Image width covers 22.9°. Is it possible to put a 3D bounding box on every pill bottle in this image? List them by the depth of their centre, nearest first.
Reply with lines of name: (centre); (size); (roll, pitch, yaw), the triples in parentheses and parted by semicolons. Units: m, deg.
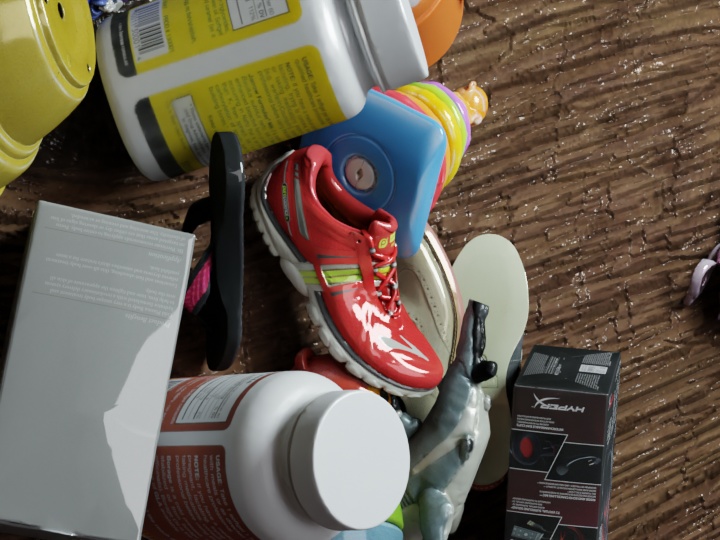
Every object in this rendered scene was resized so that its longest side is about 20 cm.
pill bottle: (-0.067, 0.123, 1.148); (0.112, 0.199, 0.113); (5, 82, -44)
pill bottle: (-0.063, -0.141, 1.169); (0.114, 0.198, 0.115); (-17, 90, -84)

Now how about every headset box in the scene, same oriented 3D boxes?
headset box: (0.156, 0.173, 1.385); (0.149, 0.074, 0.202); (-41, 135, -74)

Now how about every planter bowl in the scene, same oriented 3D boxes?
planter bowl: (-0.209, -0.145, 1.049); (0.200, 0.083, 0.202); (-12, 90, -81)

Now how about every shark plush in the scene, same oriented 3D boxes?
shark plush: (0.049, 0.121, 1.299); (0.091, 0.083, 0.202); (-42, 152, -69)

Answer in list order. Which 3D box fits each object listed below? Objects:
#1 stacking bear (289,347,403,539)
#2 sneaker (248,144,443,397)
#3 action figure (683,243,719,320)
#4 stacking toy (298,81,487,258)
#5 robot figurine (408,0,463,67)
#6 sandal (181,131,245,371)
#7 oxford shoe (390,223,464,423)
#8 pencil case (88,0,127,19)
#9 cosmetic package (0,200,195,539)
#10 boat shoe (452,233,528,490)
stacking bear: (-0.019, 0.156, 1.259); (0.121, 0.113, 0.202); (26, 56, -50)
sneaker: (0.000, 0.000, 1.263); (0.201, 0.085, 0.077); (54, 29, 1)
action figure: (0.376, -0.036, 1.703); (0.147, 0.134, 0.202); (7, 61, -1)
stacking toy: (0.046, -0.105, 1.359); (0.200, 0.109, 0.117); (-37, 147, -53)
robot figurine: (0.012, -0.209, 1.289); (0.117, 0.143, 0.200); (-58, 166, -6)
sandal: (-0.104, -0.011, 1.180); (0.045, 0.201, 0.076); (-8, 49, -13)
oxford shoe: (0.034, 0.056, 1.349); (0.073, 0.070, 0.202); (-9, 91, -39)
pencil case: (-0.143, -0.227, 1.194); (0.087, 0.078, 0.199); (50, 48, 8)
cosmetic package: (-0.173, 0.069, 1.106); (0.106, 0.090, 0.202); (14, 78, -12)
boat shoe: (0.097, 0.074, 1.417); (0.063, 0.070, 0.202); (73, 18, -79)
